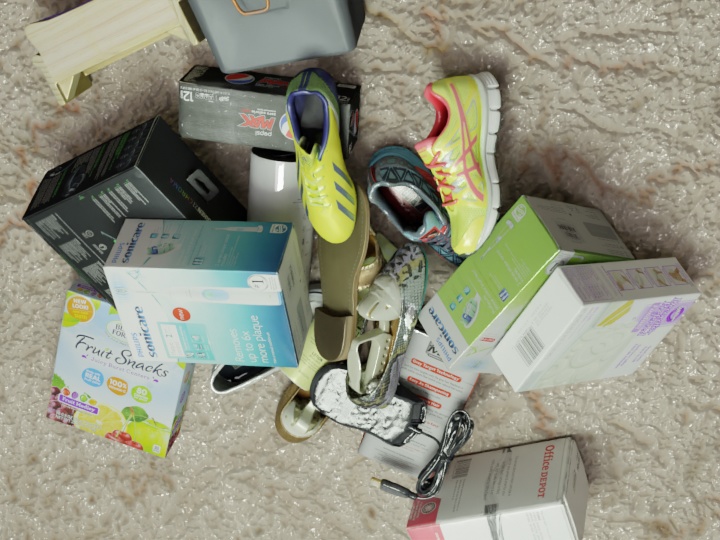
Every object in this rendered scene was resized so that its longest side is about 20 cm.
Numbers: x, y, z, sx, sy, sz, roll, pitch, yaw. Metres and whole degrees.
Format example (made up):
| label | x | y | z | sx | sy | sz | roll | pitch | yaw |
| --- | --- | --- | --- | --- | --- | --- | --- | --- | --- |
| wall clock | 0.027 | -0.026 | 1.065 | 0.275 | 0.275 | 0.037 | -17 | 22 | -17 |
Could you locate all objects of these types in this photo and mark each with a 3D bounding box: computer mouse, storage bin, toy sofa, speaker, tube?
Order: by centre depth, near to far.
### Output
| label | x | y | z | sx | sy | sz | roll | pitch | yaw |
| --- | --- | --- | --- | --- | --- | --- | --- | --- | --- |
| storage bin | -0.089 | -0.289 | 1.496 | 0.199 | 0.146 | 0.135 | -8 | 125 | 17 |
| toy sofa | -0.265 | -0.269 | 1.569 | 0.199 | 0.083 | 0.098 | -21 | 106 | 22 |
| speaker | -0.093 | -0.045 | 1.636 | 0.081 | 0.081 | 0.201 | 8 | 112 | 8 |
| tube | -0.017 | 0.053 | 1.679 | 0.200 | 0.058 | 0.052 | -48 | 56 | 4 |
| computer mouse | 0.026 | 0.191 | 1.696 | 0.199 | 0.046 | 0.141 | 21 | 111 | -1 |

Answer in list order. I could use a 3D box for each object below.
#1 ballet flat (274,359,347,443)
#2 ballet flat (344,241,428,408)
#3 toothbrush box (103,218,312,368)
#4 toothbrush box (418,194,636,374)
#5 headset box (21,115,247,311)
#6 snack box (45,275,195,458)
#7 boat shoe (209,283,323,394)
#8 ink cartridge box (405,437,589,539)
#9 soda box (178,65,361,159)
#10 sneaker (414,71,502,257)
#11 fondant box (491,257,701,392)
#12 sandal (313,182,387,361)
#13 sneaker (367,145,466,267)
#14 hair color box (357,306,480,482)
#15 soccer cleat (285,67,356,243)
| label | x | y | z | sx | sy | sz | roll | pitch | yaw |
| --- | --- | --- | --- | --- | --- | --- | --- | --- | --- |
| ballet flat | -0.052 | 0.158 | 1.751 | 0.068 | 0.072 | 0.200 | 34 | 120 | -11 |
| ballet flat | 0.024 | 0.065 | 1.593 | 0.072 | 0.072 | 0.201 | 15 | 106 | 4 |
| toothbrush box | -0.165 | 0.025 | 1.567 | 0.199 | 0.086 | 0.147 | 3 | 133 | 13 |
| toothbrush box | 0.184 | 0.021 | 1.578 | 0.145 | 0.086 | 0.200 | 8 | 133 | -45 |
| headset box | -0.251 | -0.063 | 1.629 | 0.199 | 0.093 | 0.174 | -21 | 126 | 33 |
| snack box | -0.297 | 0.118 | 1.789 | 0.168 | 0.068 | 0.201 | 18 | 118 | 4 |
| boat shoe | -0.104 | 0.092 | 1.730 | 0.200 | 0.065 | 0.074 | -39 | 103 | 25 |
| ink cartridge box | 0.171 | 0.288 | 1.727 | 0.199 | 0.146 | 0.085 | -15 | 112 | 20 |
| soda box | -0.102 | -0.179 | 1.591 | 0.199 | 0.063 | 0.071 | 9 | 119 | 9 |
| sneaker | 0.100 | -0.115 | 1.532 | 0.090 | 0.078 | 0.201 | 1 | 88 | -20 |
| fondant box | 0.260 | 0.058 | 1.558 | 0.058 | 0.199 | 0.145 | 57 | 133 | 29 |
| sandal | -0.004 | -0.002 | 1.632 | 0.077 | 0.069 | 0.213 | 22 | 111 | 42 |
| sneaker | 0.081 | -0.049 | 1.599 | 0.200 | 0.096 | 0.079 | 37 | 119 | -8 |
| hair color box | 0.077 | 0.152 | 1.726 | 0.101 | 0.061 | 0.201 | 23 | 121 | 1 |
| soccer cleat | -0.047 | -0.117 | 1.523 | 0.064 | 0.084 | 0.201 | -2 | 114 | 14 |
